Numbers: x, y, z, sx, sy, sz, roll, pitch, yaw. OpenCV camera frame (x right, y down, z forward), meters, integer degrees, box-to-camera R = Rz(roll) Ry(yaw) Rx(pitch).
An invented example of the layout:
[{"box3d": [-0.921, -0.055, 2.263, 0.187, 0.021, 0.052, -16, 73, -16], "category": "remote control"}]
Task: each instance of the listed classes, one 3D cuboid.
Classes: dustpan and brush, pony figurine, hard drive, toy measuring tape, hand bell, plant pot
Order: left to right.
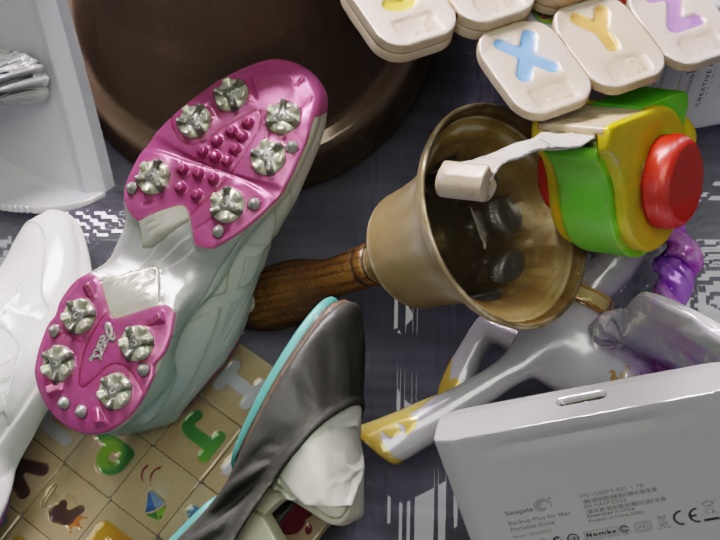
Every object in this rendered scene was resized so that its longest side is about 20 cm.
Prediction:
[{"box3d": [-0.231, -0.093, 1.112, 0.199, 0.057, 0.140, 3, 116, 36], "category": "dustpan and brush"}, {"box3d": [-0.064, -0.154, 1.070, 0.199, 0.175, 0.201, -1, 74, 3], "category": "plant pot"}, {"box3d": [0.000, 0.000, 1.030, 0.200, 0.104, 0.105, -21, 62, 45], "category": "hand bell"}, {"box3d": [0.094, -0.032, 0.929, 0.073, 0.200, 0.074, 11, 110, 32], "category": "toy measuring tape"}, {"box3d": [0.124, 0.051, 1.021, 0.193, 0.166, 0.200, 39, 94, 22], "category": "pony figurine"}, {"box3d": [0.125, 0.139, 0.962, 0.131, 0.201, 0.026, -12, 28, 18], "category": "hard drive"}]

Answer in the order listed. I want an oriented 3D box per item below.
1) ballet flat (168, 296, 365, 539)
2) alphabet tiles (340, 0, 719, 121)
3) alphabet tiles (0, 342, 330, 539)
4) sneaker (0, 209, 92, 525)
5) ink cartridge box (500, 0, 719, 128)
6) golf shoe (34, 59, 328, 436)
[{"box3d": [-0.040, 0.110, 0.988, 0.068, 0.068, 0.200, 36, 96, 17], "category": "ballet flat"}, {"box3d": [0.073, -0.155, 0.971, 0.199, 0.015, 0.196, -19, 60, -24], "category": "alphabet tiles"}, {"box3d": [-0.111, 0.099, 1.059, 0.200, 0.006, 0.167, 34, 78, 27], "category": "alphabet tiles"}, {"box3d": [-0.194, 0.050, 1.041, 0.099, 0.075, 0.201, 33, 64, -25], "category": "sneaker"}, {"box3d": [0.099, -0.159, 1.052, 0.175, 0.084, 0.200, -12, 52, -19], "category": "ink cartridge box"}, {"box3d": [-0.076, -0.008, 1.033, 0.075, 0.092, 0.200, 35, 90, 25], "category": "golf shoe"}]
